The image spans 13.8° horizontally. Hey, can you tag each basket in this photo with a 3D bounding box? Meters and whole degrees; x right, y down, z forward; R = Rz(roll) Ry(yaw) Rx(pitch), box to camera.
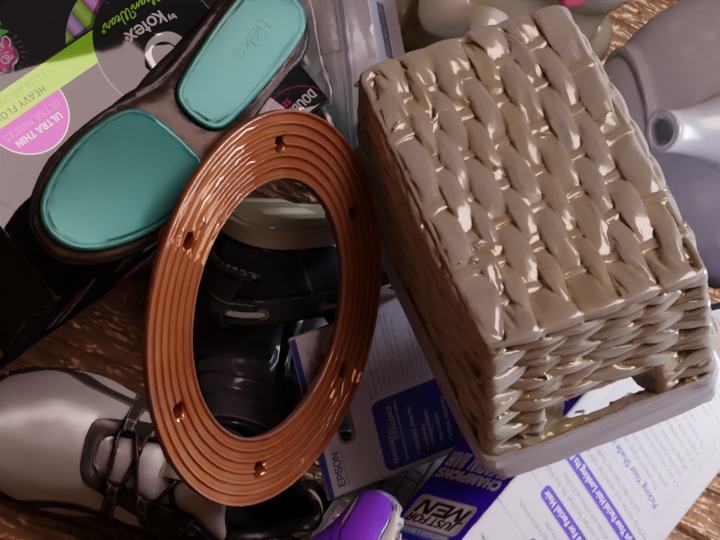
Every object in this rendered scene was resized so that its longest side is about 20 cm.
[{"bbox_3d":[0.088,-0.019,1.516,0.136,0.123,0.200,-20,60,-9],"label":"basket"}]

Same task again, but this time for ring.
[{"bbox_3d":[-0.051,0.018,1.477,0.200,0.019,0.201,-21,115,-53],"label":"ring"}]

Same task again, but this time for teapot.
[{"bbox_3d":[0.195,-0.077,1.791,0.146,0.200,0.197,-4,44,-10],"label":"teapot"}]

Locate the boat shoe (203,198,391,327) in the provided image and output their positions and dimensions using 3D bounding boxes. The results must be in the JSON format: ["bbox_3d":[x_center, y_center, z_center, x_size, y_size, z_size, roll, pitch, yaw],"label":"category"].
[{"bbox_3d":[0.000,0.000,1.635,0.200,0.072,0.068,0,107,-39],"label":"boat shoe"}]

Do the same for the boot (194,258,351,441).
[{"bbox_3d":[-0.016,0.044,1.673,0.200,0.070,0.132,-4,66,-28],"label":"boot"}]

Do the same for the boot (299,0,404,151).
[{"bbox_3d":[-0.025,-0.111,1.750,0.074,0.096,0.200,31,49,-63],"label":"boot"}]

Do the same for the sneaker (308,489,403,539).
[{"bbox_3d":[-0.062,0.177,1.486,0.100,0.070,0.200,36,78,3],"label":"sneaker"}]

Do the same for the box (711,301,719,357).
[{"bbox_3d":[0.181,0.073,1.773,0.200,0.117,0.060,-11,67,-42],"label":"box"}]

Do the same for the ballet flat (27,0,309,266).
[{"bbox_3d":[-0.095,-0.063,1.466,0.068,0.068,0.200,45,60,-2],"label":"ballet flat"}]

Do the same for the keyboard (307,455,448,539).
[{"bbox_3d":[0.024,0.116,1.612,0.056,0.011,0.200,27,35,6],"label":"keyboard"}]

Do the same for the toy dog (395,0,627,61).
[{"bbox_3d":[0.104,-0.173,1.813,0.140,0.200,0.194,37,45,-14],"label":"toy dog"}]

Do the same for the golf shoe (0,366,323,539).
[{"bbox_3d":[-0.108,0.097,1.522,0.200,0.094,0.078,16,83,-29],"label":"golf shoe"}]

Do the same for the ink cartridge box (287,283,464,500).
[{"bbox_3d":[0.053,0.045,1.607,0.200,0.037,0.095,-21,107,-24],"label":"ink cartridge box"}]

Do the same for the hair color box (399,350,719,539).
[{"bbox_3d":[0.114,0.110,1.579,0.200,0.065,0.109,-49,123,-24],"label":"hair color box"}]

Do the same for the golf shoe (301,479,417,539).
[{"bbox_3d":[0.048,0.148,1.641,0.200,0.077,0.088,0,56,-39],"label":"golf shoe"}]

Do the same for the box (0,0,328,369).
[{"bbox_3d":[-0.149,-0.071,1.558,0.200,0.124,0.149,-39,88,-31],"label":"box"}]
